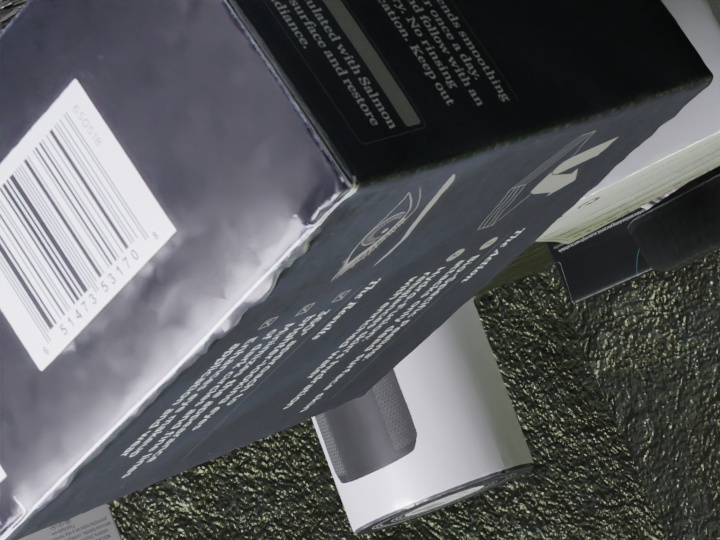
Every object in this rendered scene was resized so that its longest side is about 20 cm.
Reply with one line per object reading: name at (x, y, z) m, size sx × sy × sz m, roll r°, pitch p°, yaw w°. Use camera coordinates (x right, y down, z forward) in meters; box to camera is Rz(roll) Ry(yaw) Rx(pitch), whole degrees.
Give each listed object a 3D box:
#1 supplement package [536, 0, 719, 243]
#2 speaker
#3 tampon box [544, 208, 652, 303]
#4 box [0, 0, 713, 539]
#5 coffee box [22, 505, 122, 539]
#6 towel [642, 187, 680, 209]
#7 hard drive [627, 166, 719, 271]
supplement package at (0.097, -0.087, 1.225) m, size 0.117 × 0.117 × 0.200 m, roll -27°, pitch 176°, yaw 10°
speaker at (0.000, 0.000, 1.203) m, size 0.081 × 0.201 × 0.081 m, roll -20°, pitch 172°, yaw -3°
tampon box at (0.225, -0.082, 1.977) m, size 0.199 × 0.127 × 0.150 m, roll -21°, pitch 176°, yaw -43°
box at (-0.030, -0.033, 0.932) m, size 0.200 × 0.118 × 0.197 m, roll -18°, pitch 160°, yaw -51°
coffee box at (-0.300, 0.190, 1.941) m, size 0.200 × 0.199 × 0.199 m, roll -20°, pitch 174°, yaw -46°
towel at (0.145, -0.058, 1.509) m, size 0.146 × 0.199 × 0.030 m, roll -85°, pitch -163°, yaw -78°
hard drive at (0.233, -0.072, 1.384) m, size 0.200 × 0.033 × 0.139 m, roll -33°, pitch -179°, yaw -30°
